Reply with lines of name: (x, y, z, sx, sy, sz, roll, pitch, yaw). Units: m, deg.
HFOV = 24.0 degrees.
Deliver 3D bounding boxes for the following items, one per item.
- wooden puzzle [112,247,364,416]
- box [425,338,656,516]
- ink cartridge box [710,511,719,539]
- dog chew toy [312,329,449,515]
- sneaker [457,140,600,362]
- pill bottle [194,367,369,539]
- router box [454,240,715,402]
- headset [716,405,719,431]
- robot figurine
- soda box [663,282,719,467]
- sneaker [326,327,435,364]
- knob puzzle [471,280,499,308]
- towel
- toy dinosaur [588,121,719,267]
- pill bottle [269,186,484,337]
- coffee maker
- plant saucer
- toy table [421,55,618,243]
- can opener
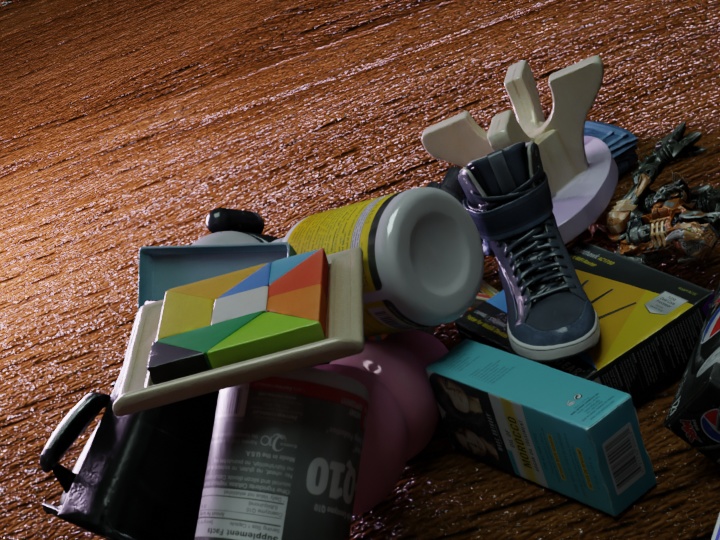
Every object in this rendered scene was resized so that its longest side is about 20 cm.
wooden puzzle: (-0.088, 0.036, 1.260, 0.183, 0.038, 0.200, -15, 19, 6)
box: (0.137, 0.119, 1.320, 0.049, 0.083, 0.199, -32, 26, -26)
ink cartridge box: (0.311, 0.200, 1.064, 0.198, 0.044, 0.198, -8, 29, 32)
dog chew toy: (0.008, 0.116, 1.404, 0.124, 0.126, 0.200, 1, 26, 41)
sneaker: (0.136, -0.021, 1.394, 0.076, 0.147, 0.203, -19, 24, 1)
pill bottle: (-0.061, 0.176, 1.245, 0.113, 0.114, 0.202, -2, 73, 38)
router box: (0.192, 0.050, 1.440, 0.148, 0.051, 0.200, -32, 25, -17)
headset: (0.347, 0.098, 1.149, 0.198, 0.095, 0.123, 18, 8, 14)
robot figurine: (-0.094, 0.029, 1.583, 0.150, 0.126, 0.199, 35, 14, 29)
soda box: (0.297, 0.060, 1.289, 0.063, 0.071, 0.200, -54, 1, 41)
sneaker: (0.000, 0.065, 1.540, 0.071, 0.080, 0.200, -3, 32, 41)
knob puzzle: (0.029, -0.017, 1.592, 0.218, 0.031, 0.220, 17, 13, -4)
towel: (0.180, -0.092, 1.731, 0.199, 0.049, 0.111, -32, 26, -17)
toy dinosaur: (0.264, -0.054, 1.537, 0.136, 0.103, 0.199, -44, 42, -18)
pill bottle: (0.000, 0.000, 1.429, 0.199, 0.113, 0.112, -11, 26, 48)
coffee maker: (-0.147, 0.139, 1.399, 0.191, 0.135, 0.202, 14, 75, 34)
plant saucer: (-0.125, 0.013, 1.463, 0.199, 0.071, 0.019, -1, -3, 44)
toy table: (0.162, -0.112, 1.576, 0.183, 0.118, 0.200, -26, 20, 10)
can opener: (0.075, -0.058, 1.637, 0.063, 0.079, 0.200, -28, 15, 10)
